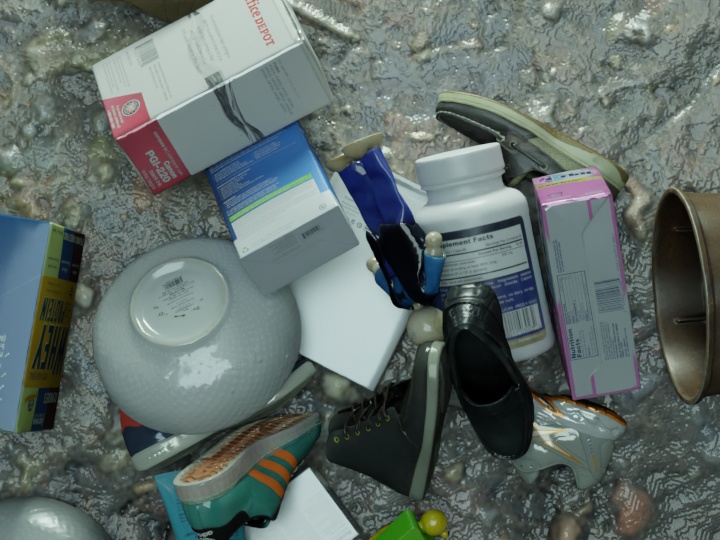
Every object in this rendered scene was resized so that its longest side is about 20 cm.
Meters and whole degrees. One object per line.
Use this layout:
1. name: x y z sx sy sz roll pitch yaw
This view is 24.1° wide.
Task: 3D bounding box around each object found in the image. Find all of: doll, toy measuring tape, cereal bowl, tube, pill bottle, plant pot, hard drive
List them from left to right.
1. cereal bowl: -0.330 0.320 1.637 0.200 0.083 0.200 0 87 6
2. cereal bowl: -0.161 0.050 1.596 0.200 0.083 0.200 -5 60 9
3. tube: -0.134 0.281 1.592 0.077 0.050 0.200 -12 78 -15
4. hard drive: 0.000 0.000 1.657 0.132 0.026 0.200 27 89 6
5. toy measuring tape: 0.017 0.302 1.627 0.074 0.074 0.200 46 107 6
6. doll: 0.032 -0.022 1.563 0.048 0.136 0.200 -22 85 -28
7. pill bottle: 0.111 -0.015 1.592 0.111 0.111 0.200 -12 96 4
8. plant pot: 0.388 0.017 1.551 0.198 0.200 0.200 -4 86 -3

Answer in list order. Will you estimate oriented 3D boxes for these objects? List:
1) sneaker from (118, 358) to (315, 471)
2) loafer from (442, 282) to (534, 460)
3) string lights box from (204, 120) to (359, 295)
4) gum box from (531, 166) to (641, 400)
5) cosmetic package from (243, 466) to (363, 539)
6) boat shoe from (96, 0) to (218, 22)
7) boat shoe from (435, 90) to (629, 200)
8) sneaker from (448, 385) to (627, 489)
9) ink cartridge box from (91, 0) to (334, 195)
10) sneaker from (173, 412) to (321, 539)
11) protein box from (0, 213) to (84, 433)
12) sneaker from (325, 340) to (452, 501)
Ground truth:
1. sneaker: -0.144 0.118 1.639 0.200 0.075 0.085 -26 80 -1
2. loafer: 0.112 0.102 1.518 0.068 0.070 0.201 -6 128 16
3. string lights box: -0.084 -0.079 1.596 0.103 0.059 0.200 -28 44 3
4. gum box: 0.210 0.016 1.570 0.066 0.114 0.200 -10 105 4
5. cosmetic package: -0.101 0.282 1.636 0.200 0.051 0.083 -37 80 2
6. boat shoe: -0.214 -0.296 1.674 0.200 0.072 0.065 11 52 -1
7. boat shoe: 0.158 -0.110 1.628 0.200 0.073 0.065 25 84 6
8. sneaker: 0.148 0.154 1.615 0.200 0.076 0.092 17 92 7
9. ink cartridge box: -0.142 -0.181 1.617 0.200 0.085 0.146 -29 40 4
10. sneaker: -0.100 0.196 1.588 0.071 0.200 0.080 -5 105 36
11. protein box: -0.391 0.042 1.632 0.198 0.135 0.200 9 87 5
12. sneaker: 0.023 0.135 1.577 0.106 0.200 0.075 15 43 8
